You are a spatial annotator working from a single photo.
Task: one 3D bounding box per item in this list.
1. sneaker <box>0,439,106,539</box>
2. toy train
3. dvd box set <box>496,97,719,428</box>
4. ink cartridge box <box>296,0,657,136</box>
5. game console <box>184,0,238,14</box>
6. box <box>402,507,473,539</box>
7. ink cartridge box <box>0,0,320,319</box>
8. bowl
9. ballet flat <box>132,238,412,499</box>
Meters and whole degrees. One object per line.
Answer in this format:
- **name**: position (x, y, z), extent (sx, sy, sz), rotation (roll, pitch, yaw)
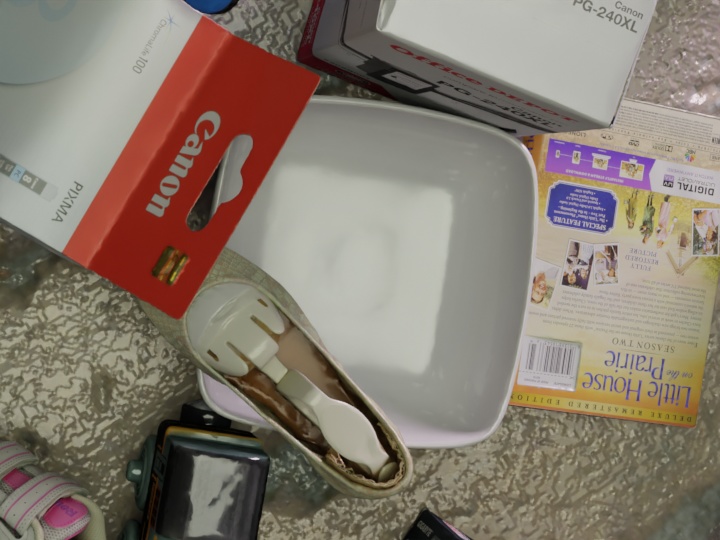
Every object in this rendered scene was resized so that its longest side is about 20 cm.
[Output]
- **sneaker**: position (-0.194, 0.136, 0.998), extent (0.200, 0.088, 0.081), rotation (53, 36, -6)
- **toy train**: position (-0.103, 0.177, 1.027), extent (0.085, 0.114, 0.201), rotation (11, 90, -13)
- **dvd box set**: position (0.161, -0.007, 1.116), extent (0.146, 0.029, 0.201), rotation (8, 90, -23)
- **ink cartridge box**: position (0.059, -0.139, 1.006), extent (0.145, 0.200, 0.084), rotation (20, 88, -14)
- **game console**: position (-0.089, -0.266, 1.010), extent (0.200, 0.118, 0.171), rotation (38, 109, 16)
- **box**: position (0.111, 0.218, 1.037), extent (0.159, 0.200, 0.046), rotation (34, 87, -12)
- **ink cartridge box**: position (-0.145, -0.087, 0.986), extent (0.199, 0.047, 0.161), rotation (28, 84, 23)
- **bowl**: position (0.000, 0.000, 1.064), extent (0.199, 0.075, 0.201), rotation (8, 91, -13)
- **ballet flat**: position (-0.042, 0.053, 0.987), extent (0.200, 0.062, 0.068), rotation (42, 83, -12)
